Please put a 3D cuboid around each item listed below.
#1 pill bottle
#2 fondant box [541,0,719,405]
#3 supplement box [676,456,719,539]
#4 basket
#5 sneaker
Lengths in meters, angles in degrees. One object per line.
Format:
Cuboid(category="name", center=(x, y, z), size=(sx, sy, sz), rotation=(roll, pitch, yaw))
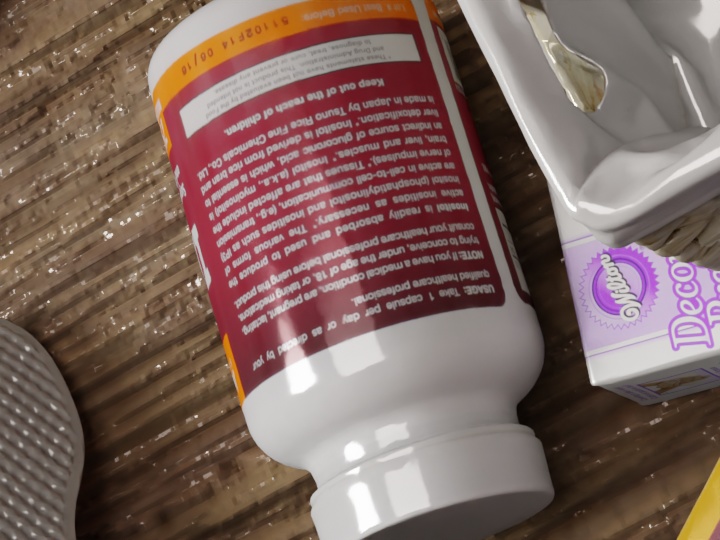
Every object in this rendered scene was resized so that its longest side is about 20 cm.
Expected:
Cuboid(category="pill bottle", center=(0.000, 0.000, 0.987), size=(0.112, 0.113, 0.201), rotation=(-23, 73, 19))
Cuboid(category="fondant box", center=(0.165, -0.049, 0.951), size=(0.199, 0.058, 0.145), rotation=(-17, 75, 22))
Cuboid(category="supplement box", center=(0.206, 0.120, 0.889), size=(0.199, 0.086, 0.111), rotation=(29, 92, 25))
Cuboid(category="basket", center=(0.144, -0.103, 0.869), size=(0.199, 0.123, 0.136), rotation=(-32, 69, 16))
Cuboid(category="sneaker", center=(-0.153, 0.120, 1.058), size=(0.105, 0.075, 0.201), rotation=(-48, 46, 39))
